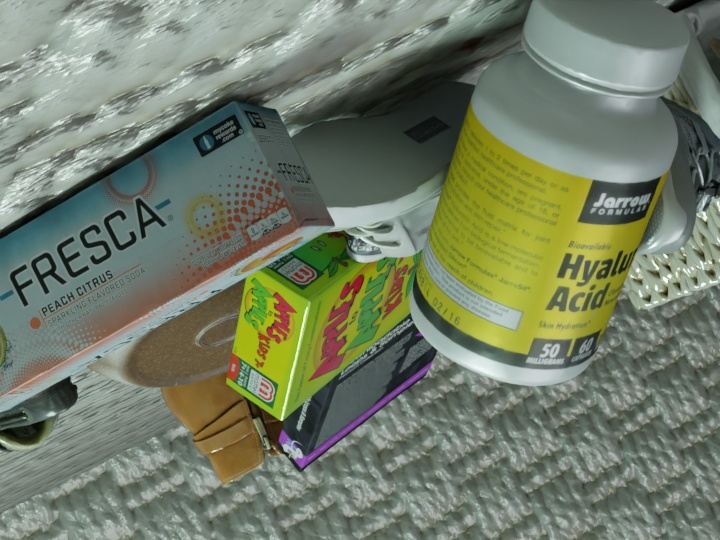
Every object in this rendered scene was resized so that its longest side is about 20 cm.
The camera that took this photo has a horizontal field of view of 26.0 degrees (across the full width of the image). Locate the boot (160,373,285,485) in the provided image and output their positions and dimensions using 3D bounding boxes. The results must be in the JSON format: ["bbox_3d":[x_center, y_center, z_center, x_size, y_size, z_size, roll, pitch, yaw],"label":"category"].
[{"bbox_3d":[-0.064,0.069,1.261,0.200,0.155,0.074,-27,176,-5],"label":"boot"}]

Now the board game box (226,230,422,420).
[{"bbox_3d":[0.000,0.000,0.997,0.200,0.048,0.102,-38,152,-44],"label":"board game box"}]

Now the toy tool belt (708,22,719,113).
[{"bbox_3d":[0.273,-0.128,0.922,0.123,0.125,0.200,-59,169,-24],"label":"toy tool belt"}]

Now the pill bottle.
[{"bbox_3d":[0.102,-0.048,0.828,0.111,0.111,0.200,-23,138,-46],"label":"pill bottle"}]

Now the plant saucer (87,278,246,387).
[{"bbox_3d":[-0.095,0.026,1.028,0.200,0.037,0.200,-23,159,-10],"label":"plant saucer"}]

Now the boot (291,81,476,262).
[{"bbox_3d":[0.012,-0.038,0.888,0.200,0.074,0.096,-24,146,-47],"label":"boot"}]

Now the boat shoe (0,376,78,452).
[{"bbox_3d":[-0.242,0.094,1.072,0.072,0.066,0.201,-26,175,-30],"label":"boat shoe"}]

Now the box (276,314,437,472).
[{"bbox_3d":[0.011,0.061,1.170,0.143,0.036,0.200,-35,163,-28],"label":"box"}]

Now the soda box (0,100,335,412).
[{"bbox_3d":[-0.117,-0.003,0.736,0.200,0.069,0.064,-28,176,13],"label":"soda box"}]

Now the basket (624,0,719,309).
[{"bbox_3d":[0.273,-0.095,1.191,0.161,0.199,0.200,-29,177,42],"label":"basket"}]

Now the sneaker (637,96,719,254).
[{"bbox_3d":[0.188,-0.065,0.925,0.200,0.082,0.075,-76,-179,-63],"label":"sneaker"}]
